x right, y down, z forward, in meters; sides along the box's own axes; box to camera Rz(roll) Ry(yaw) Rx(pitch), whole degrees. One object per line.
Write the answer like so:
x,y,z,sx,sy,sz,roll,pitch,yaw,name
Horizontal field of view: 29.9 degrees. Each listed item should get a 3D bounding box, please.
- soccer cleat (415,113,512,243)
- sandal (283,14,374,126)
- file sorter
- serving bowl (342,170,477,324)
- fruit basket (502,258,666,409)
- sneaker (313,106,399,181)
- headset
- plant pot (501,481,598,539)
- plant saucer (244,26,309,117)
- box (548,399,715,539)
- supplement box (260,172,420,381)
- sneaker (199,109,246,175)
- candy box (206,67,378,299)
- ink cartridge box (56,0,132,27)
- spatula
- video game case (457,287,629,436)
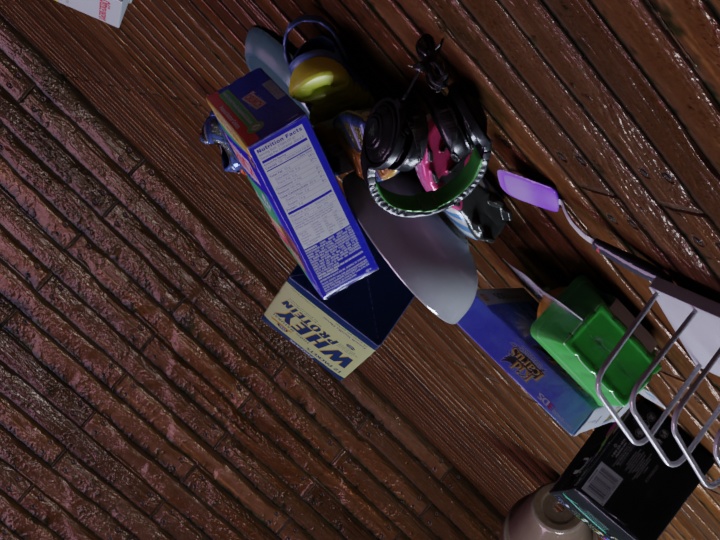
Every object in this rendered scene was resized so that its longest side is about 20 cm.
0.087,-0.099,1.401,0.086,0.070,0.200,34,168,40,soccer cleat
-0.036,-0.212,1.439,0.200,0.078,0.088,56,-163,-77,sandal
0.328,0.122,1.205,0.199,0.125,0.139,28,164,47,file sorter
0.066,-0.042,1.467,0.200,0.066,0.200,48,-168,-14,serving bowl
0.249,0.063,1.500,0.185,0.094,0.200,45,-174,-16,fruit basket
0.017,-0.143,1.400,0.200,0.087,0.076,20,133,67,sneaker
0.064,-0.123,1.230,0.095,0.122,0.202,-113,13,-45,headset
0.388,0.511,2.719,0.200,0.200,0.176,38,152,24,plant pot
-0.081,-0.210,1.659,0.200,0.027,0.200,48,170,11,plant saucer
0.349,0.271,1.767,0.124,0.149,0.200,39,171,6,box
0.000,0.000,1.652,0.134,0.201,0.200,37,159,-1,supplement box
-0.183,-0.179,2.159,0.200,0.079,0.075,46,171,-24,sneaker
-0.073,-0.095,1.440,0.201,0.076,0.169,65,173,-30,candy box
-0.321,-0.373,1.443,0.198,0.146,0.145,22,175,-12,ink cartridge box
0.215,-0.039,1.292,0.199,0.021,0.057,38,169,23,spatula
0.218,0.101,1.586,0.200,0.046,0.181,45,-161,19,video game case
